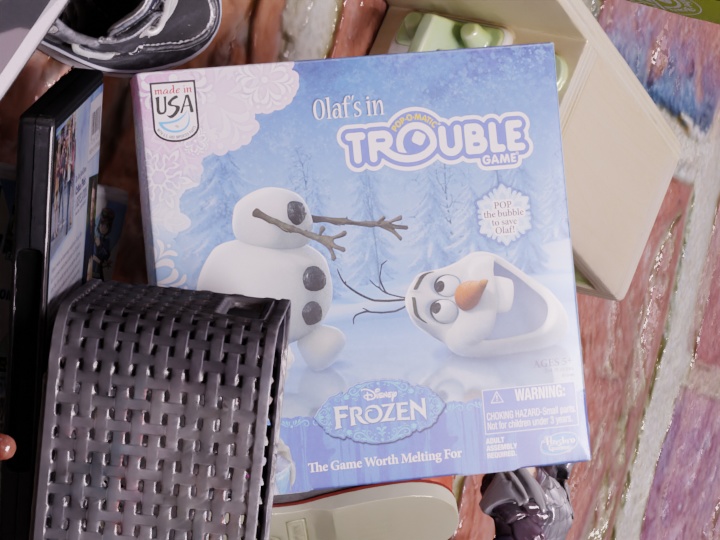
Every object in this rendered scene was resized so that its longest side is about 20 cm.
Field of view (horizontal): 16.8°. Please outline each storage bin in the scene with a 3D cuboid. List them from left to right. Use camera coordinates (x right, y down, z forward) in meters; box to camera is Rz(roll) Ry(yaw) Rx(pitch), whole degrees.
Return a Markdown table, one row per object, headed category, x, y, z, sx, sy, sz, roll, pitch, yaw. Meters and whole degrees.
| category | x | y | z | sx | sy | sz | roll | pitch | yaw |
| --- | --- | --- | --- | --- | --- | --- | --- | --- | --- |
| storage bin | -0.087 | 0.111 | 1.039 | 0.135 | 0.093 | 0.201 | -79 | 175 | -84 |

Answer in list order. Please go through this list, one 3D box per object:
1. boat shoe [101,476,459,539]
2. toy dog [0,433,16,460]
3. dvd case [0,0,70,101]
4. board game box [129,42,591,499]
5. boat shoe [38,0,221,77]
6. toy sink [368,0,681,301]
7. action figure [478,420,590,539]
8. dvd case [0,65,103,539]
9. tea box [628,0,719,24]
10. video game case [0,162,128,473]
| category | x | y | z | sx | sy | sz | roll | pitch | yaw |
| --- | --- | --- | --- | --- | --- | --- | --- | --- | --- |
| boat shoe | -0.052 | 0.109 | 1.192 | 0.071 | 0.199 | 0.063 | 88 | -6 | -49 |
| toy dog | -0.212 | 0.097 | 0.954 | 0.200 | 0.096 | 0.132 | -58 | 137 | -23 |
| dvd case | -0.211 | -0.088 | 0.936 | 0.150 | 0.025 | 0.200 | 42 | 68 | -28 |
| board game box | 0.000 | 0.000 | 1.143 | 0.043 | 0.199 | 0.200 | 167 | -82 | -80 |
| boat shoe | -0.113 | -0.127 | 1.089 | 0.200 | 0.068 | 0.072 | 15 | 88 | -57 |
| toy sink | 0.070 | -0.077 | 1.332 | 0.200 | 0.130 | 0.112 | 45 | 63 | -54 |
| action figure | 0.075 | 0.159 | 1.228 | 0.130 | 0.069 | 0.201 | 50 | 58 | -50 |
| dvd case | -0.133 | 0.021 | 1.050 | 0.143 | 0.017 | 0.201 | -79 | 174 | -78 |
| tea box | 0.175 | -0.227 | 1.322 | 0.200 | 0.196 | 0.134 | 48 | 57 | -80 |
| video game case | -0.188 | 0.039 | 1.077 | 0.200 | 0.022 | 0.183 | 12 | 91 | -57 |
